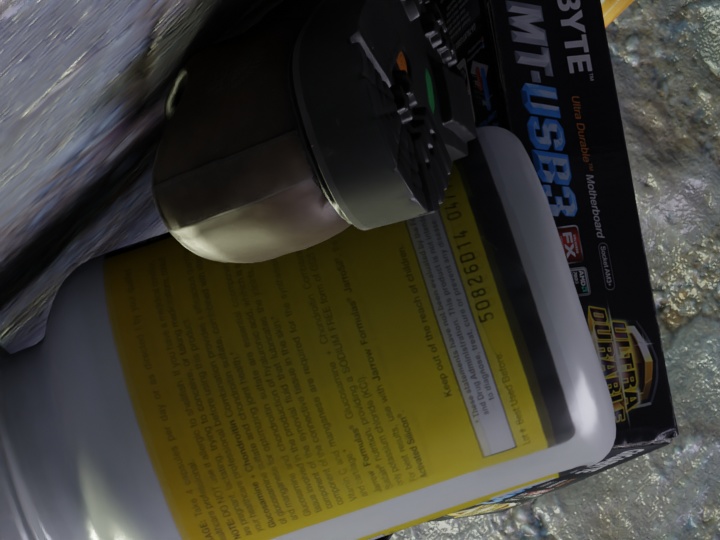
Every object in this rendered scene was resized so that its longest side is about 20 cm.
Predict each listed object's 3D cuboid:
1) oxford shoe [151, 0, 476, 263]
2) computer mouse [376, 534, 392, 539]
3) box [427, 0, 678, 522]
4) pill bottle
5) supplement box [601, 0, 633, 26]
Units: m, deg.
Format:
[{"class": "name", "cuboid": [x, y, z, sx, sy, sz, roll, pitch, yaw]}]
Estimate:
[{"class": "oxford shoe", "cuboid": [-0.017, -0.049, 0.698, 0.084, 0.073, 0.200, -20, -173, 14]}, {"class": "computer mouse", "cuboid": [0.000, 0.000, 0.894, 0.046, 0.201, 0.140, 9, 153, -32]}, {"class": "box", "cuboid": [0.050, -0.016, 0.939, 0.050, 0.199, 0.200, -7, 169, -14]}, {"class": "pill bottle", "cuboid": [-0.029, 0.036, 0.777, 0.199, 0.112, 0.112, -18, 180, 2]}, {"class": "supplement box", "cuboid": [0.110, -0.155, 0.962, 0.067, 0.069, 0.200, -44, -179, -12]}]
